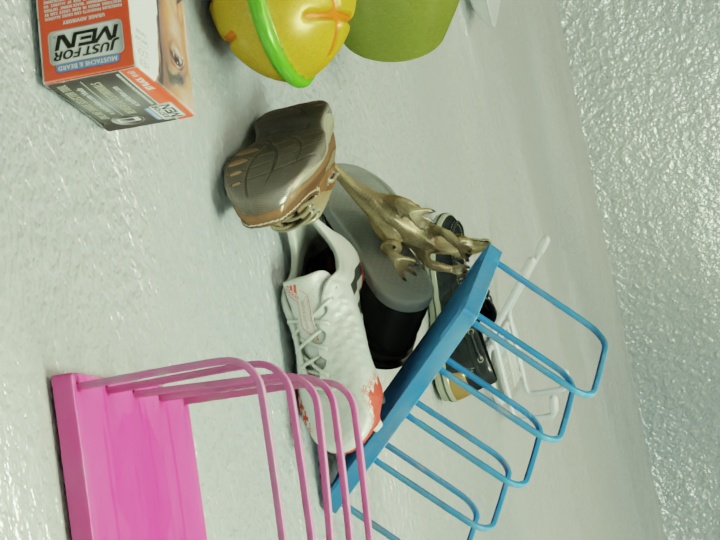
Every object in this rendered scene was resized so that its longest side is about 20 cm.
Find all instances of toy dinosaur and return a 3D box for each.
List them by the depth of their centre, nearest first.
[{"bbox_3d":[0.026,-0.040,1.925,0.200,0.058,0.101,33,8,-29],"label":"toy dinosaur"}]

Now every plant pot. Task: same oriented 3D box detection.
[{"bbox_3d":[0.024,-0.286,2.110,0.187,0.187,0.200,-83,173,-50],"label":"plant pot"}]

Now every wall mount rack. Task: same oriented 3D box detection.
[{"bbox_3d":[0.176,0.064,2.631,0.200,0.074,0.174,-48,126,-74],"label":"wall mount rack"}]

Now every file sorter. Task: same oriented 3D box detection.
[{"bbox_3d":[-0.078,0.125,1.436,0.200,0.125,0.139,21,60,-74],"label":"file sorter"},{"bbox_3d":[0.084,0.110,1.889,0.123,0.200,0.139,33,24,-3],"label":"file sorter"}]

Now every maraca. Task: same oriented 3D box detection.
[{"bbox_3d":[-0.058,-0.226,1.814,0.137,0.107,0.200,60,24,-54],"label":"maraca"}]

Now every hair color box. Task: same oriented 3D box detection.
[{"bbox_3d":[-0.154,-0.197,1.498,0.111,0.064,0.201,38,45,-71],"label":"hair color box"}]

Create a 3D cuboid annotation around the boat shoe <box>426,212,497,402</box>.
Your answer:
[{"bbox_3d":[0.099,0.033,2.369,0.075,0.062,0.200,58,24,-53],"label":"boat shoe"}]

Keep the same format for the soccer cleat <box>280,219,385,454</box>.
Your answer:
[{"bbox_3d":[-0.027,0.046,1.846,0.085,0.068,0.200,52,26,-45],"label":"soccer cleat"}]

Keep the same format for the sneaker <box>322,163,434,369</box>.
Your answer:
[{"bbox_3d":[0.000,0.000,1.999,0.200,0.071,0.099,-114,-147,-47],"label":"sneaker"}]

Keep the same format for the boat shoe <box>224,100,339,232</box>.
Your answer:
[{"bbox_3d":[-0.049,-0.065,1.810,0.200,0.076,0.072,-62,142,-66],"label":"boat shoe"}]

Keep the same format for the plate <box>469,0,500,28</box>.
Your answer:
[{"bbox_3d":[0.127,-0.404,2.866,0.200,0.032,0.200,-77,153,-60],"label":"plate"}]
